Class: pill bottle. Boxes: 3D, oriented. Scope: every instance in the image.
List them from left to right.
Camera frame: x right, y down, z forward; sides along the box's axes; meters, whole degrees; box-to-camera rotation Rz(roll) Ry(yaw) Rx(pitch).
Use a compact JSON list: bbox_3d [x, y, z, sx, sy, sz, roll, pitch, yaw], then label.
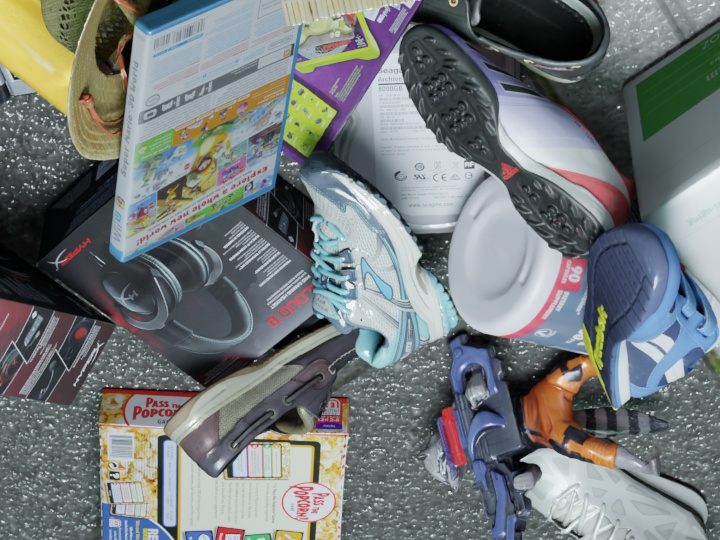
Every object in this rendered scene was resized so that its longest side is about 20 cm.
[{"bbox_3d":[0.175,0.003,1.727,0.199,0.120,0.120,12,130,-34],"label":"pill bottle"}]

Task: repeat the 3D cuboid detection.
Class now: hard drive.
[{"bbox_3d":[0.047,-0.114,1.707,0.139,0.038,0.201,-2,127,1],"label":"hard drive"}]

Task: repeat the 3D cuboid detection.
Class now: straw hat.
[{"bbox_3d":[-0.160,-0.179,1.542,0.085,0.201,0.202,31,131,20],"label":"straw hat"}]

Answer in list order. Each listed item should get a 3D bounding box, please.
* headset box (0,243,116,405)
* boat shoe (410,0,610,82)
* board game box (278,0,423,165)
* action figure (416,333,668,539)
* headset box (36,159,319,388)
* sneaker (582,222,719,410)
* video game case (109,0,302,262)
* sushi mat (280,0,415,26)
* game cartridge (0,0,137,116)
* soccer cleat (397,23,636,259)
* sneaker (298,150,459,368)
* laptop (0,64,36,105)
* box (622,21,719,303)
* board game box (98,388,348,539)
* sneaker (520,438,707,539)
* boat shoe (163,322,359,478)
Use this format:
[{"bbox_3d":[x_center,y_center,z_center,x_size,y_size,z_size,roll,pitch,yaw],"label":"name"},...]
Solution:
[{"bbox_3d":[-0.288,0.022,1.681,0.148,0.200,0.075,33,95,23],"label":"headset box"},{"bbox_3d":[0.077,-0.191,1.601,0.201,0.063,0.074,25,82,-1],"label":"boat shoe"},{"bbox_3d":[-0.037,-0.168,1.621,0.120,0.032,0.200,34,135,-2],"label":"board game box"},{"bbox_3d":[0.141,0.147,1.854,0.193,0.201,0.105,-10,166,16],"label":"action figure"},{"bbox_3d":[-0.116,-0.012,1.763,0.149,0.077,0.200,-37,118,26],"label":"headset box"},{"bbox_3d":[0.200,0.022,1.604,0.082,0.074,0.200,-15,155,-7],"label":"sneaker"},{"bbox_3d":[-0.102,-0.108,1.593,0.143,0.018,0.201,-28,145,-36],"label":"video game case"},{"bbox_3d":[-0.023,-0.264,1.534,0.095,0.012,0.201,-12,93,6],"label":"sushi mat"},{"bbox_3d":[-0.186,-0.220,1.582,0.200,0.032,0.176,-45,125,10],"label":"game cartridge"},{"bbox_3d":[0.107,-0.098,1.610,0.200,0.073,0.068,46,142,-7],"label":"soccer cleat"},{"bbox_3d":[0.000,0.000,1.687,0.086,0.078,0.200,-40,131,-6],"label":"sneaker"},{"bbox_3d":[-0.262,-0.167,1.613,0.199,0.116,0.188,-8,129,17],"label":"laptop"},{"bbox_3d":[0.319,-0.074,1.651,0.199,0.172,0.200,-34,121,24],"label":"box"},{"bbox_3d":[-0.112,0.171,1.926,0.199,0.046,0.152,3,128,-2],"label":"board game box"},{"bbox_3d":[0.198,0.204,1.907,0.200,0.116,0.076,22,126,-16],"label":"sneaker"},{"bbox_3d":[-0.057,0.096,1.788,0.065,0.200,0.072,57,142,8],"label":"boat shoe"}]
